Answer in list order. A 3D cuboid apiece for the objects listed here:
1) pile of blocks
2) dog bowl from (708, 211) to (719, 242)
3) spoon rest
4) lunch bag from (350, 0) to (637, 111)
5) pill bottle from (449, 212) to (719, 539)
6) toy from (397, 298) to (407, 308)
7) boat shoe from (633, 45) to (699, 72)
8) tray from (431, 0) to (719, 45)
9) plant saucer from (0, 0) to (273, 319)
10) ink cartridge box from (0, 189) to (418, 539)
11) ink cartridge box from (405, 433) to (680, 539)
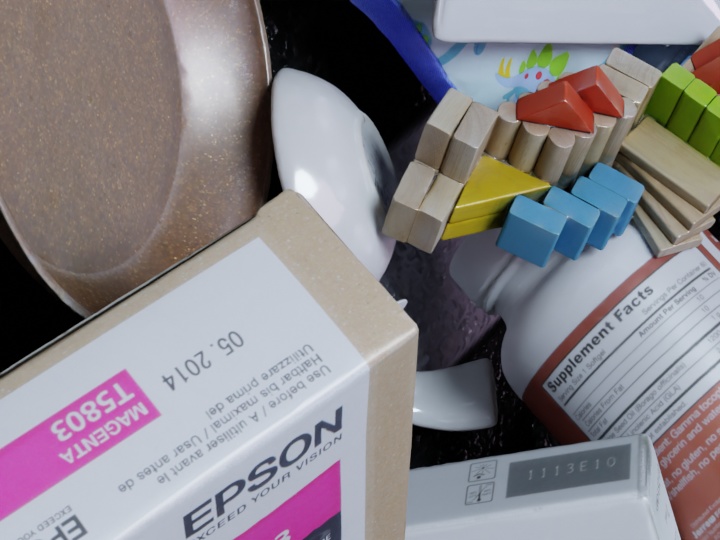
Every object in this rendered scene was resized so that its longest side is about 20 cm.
[{"bbox_3d":[0.105,-0.052,0.768,0.198,0.082,0.062,-19,151,-24],"label":"pile of blocks"},{"bbox_3d":[0.208,-0.034,0.991,0.058,0.200,0.202,8,88,-9],"label":"dog bowl"},{"bbox_3d":[0.000,0.000,0.815,0.100,0.060,0.201,-92,159,-48],"label":"spoon rest"},{"bbox_3d":[0.055,-0.164,0.818,0.170,0.126,0.201,47,51,-43],"label":"lunch bag"},{"bbox_3d":[0.134,0.045,0.819,0.112,0.200,0.112,-38,165,-13],"label":"pill bottle"},{"bbox_3d":[-0.084,0.055,0.720,0.199,0.047,0.115,-19,153,-46],"label":"toy"},{"bbox_3d":[0.137,-0.031,0.980,0.084,0.068,0.202,12,86,-50],"label":"boat shoe"},{"bbox_3d":[0.100,-0.148,0.771,0.199,0.022,0.109,-6,109,-44],"label":"tray"},{"bbox_3d":[-0.096,-0.073,0.688,0.200,0.036,0.203,22,65,-60],"label":"plant saucer"},{"bbox_3d":[-0.078,0.091,0.637,0.199,0.075,0.165,-33,153,-21],"label":"ink cartridge box"},{"bbox_3d":[0.047,0.163,0.798,0.044,0.198,0.175,-75,149,-55],"label":"ink cartridge box"}]
